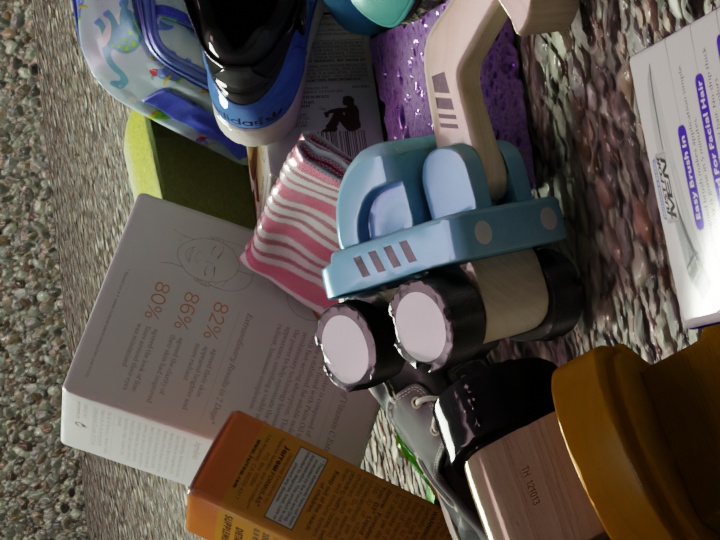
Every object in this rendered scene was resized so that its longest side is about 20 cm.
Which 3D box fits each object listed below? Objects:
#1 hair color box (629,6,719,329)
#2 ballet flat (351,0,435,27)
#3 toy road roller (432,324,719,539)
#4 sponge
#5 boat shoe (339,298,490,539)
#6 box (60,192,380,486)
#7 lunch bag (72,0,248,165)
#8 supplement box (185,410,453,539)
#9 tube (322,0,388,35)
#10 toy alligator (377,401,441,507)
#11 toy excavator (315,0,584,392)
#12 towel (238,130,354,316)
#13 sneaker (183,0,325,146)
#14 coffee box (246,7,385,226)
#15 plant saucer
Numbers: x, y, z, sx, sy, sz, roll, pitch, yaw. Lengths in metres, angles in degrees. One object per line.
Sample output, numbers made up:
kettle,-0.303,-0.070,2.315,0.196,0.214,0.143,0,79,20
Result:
hair color box,0.163,-0.045,0.741,0.200,0.065,0.110,159,101,-74
ballet flat,0.042,-0.191,1.125,0.068,0.075,0.200,38,162,-2
toy road roller,0.136,0.097,0.898,0.200,0.146,0.123,33,-147,-54
sponge,0.051,-0.093,1.238,0.200,0.030,0.112,175,85,-77
boat shoe,0.054,0.078,1.206,0.201,0.072,0.068,63,170,-7
box,-0.082,0.064,1.438,0.106,0.199,0.153,111,178,-65
lunch bag,-0.116,-0.171,1.541,0.200,0.082,0.161,27,-134,-48
supplement box,-0.005,0.164,1.309,0.067,0.199,0.069,101,-166,-60
tube,-0.013,-0.186,1.239,0.200,0.050,0.078,39,-136,-77
toy alligator,0.042,0.073,1.283,0.059,0.054,0.201,46,162,52
toy excavator,0.047,-0.054,1.096,0.194,0.100,0.201,-19,86,49
towel,0.000,0.000,1.306,0.146,0.030,0.200,36,156,1
sneaker,-0.061,-0.188,1.319,0.111,0.076,0.201,82,-165,-62
coffee box,-0.036,-0.121,1.414,0.113,0.079,0.201,101,163,-60
plant saucer,-0.106,-0.033,1.615,0.200,0.048,0.201,-7,-97,-60
